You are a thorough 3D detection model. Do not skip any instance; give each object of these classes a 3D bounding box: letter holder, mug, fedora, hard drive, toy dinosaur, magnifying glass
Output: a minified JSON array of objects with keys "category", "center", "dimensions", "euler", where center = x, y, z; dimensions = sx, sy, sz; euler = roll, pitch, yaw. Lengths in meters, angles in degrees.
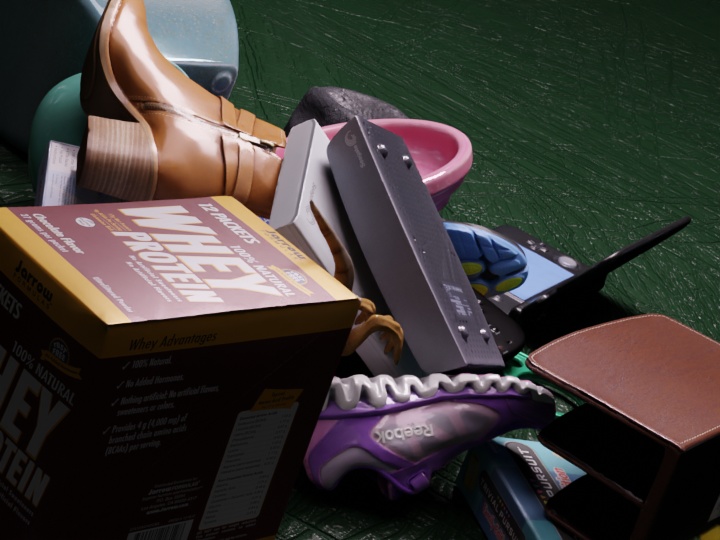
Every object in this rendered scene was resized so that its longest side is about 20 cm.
[{"category":"letter holder","center":[0.201,0.113,1.296],"dimensions":[0.142,0.101,0.200],"euler":[31,26,29]},{"category":"mug","center":[-0.193,-0.081,1.483],"dimensions":[0.114,0.185,0.152],"euler":[-10,55,21]},{"category":"fedora","center":[-0.006,-0.120,1.762],"dimensions":[0.201,0.092,0.201],"euler":[17,23,-8]},{"category":"hard drive","center":[0.040,-0.012,1.348],"dimensions":[0.200,0.042,0.135],"euler":[66,14,11]},{"category":"toy dinosaur","center":[-0.023,0.034,1.194],"dimensions":[0.106,0.200,0.060],"euler":[-2,57,-35]},{"category":"hard drive","center":[0.000,0.000,1.356],"dimensions":[0.200,0.027,0.132],"euler":[55,25,-30]},{"category":"magnifying glass","center":[0.121,0.078,1.530],"dimensions":[0.080,0.022,0.200],"euler":[-6,36,-44]}]

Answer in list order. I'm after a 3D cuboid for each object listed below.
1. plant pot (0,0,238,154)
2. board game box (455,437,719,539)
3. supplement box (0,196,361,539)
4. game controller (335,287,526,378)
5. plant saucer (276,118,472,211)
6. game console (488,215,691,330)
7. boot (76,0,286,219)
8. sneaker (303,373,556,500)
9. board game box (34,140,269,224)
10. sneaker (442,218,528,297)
[{"category":"plant pot","center":[-0.221,-0.187,1.633],"dimensions":[0.196,0.196,0.200],"euler":[-2,36,-41]},{"category":"board game box","center":[0.188,0.188,1.305],"dimensions":[0.200,0.047,0.151],"euler":[9,25,-24]},{"category":"supplement box","center":[-0.138,0.075,1.100],"dimensions":[0.197,0.200,0.133],"euler":[-5,34,-45]},{"category":"game controller","center":[0.050,0.059,1.461],"dimensions":[0.104,0.042,0.200],"euler":[31,34,27]},{"category":"plant saucer","center":[0.000,-0.078,1.582],"dimensions":[0.200,0.051,0.201],"euler":[-7,22,3]},{"category":"game console","center":[0.179,-0.023,1.672],"dimensions":[0.176,0.116,0.200],"euler":[30,25,22]},{"category":"boot","center":[-0.129,-0.126,1.358],"dimensions":[0.155,0.077,0.200],"euler":[10,47,-17]},{"category":"sneaker","center":[0.042,0.117,1.278],"dimensions":[0.200,0.089,0.080],"euler":[-1,-8,-15]},{"category":"board game box","center":[-0.144,0.014,1.322],"dimensions":[0.199,0.041,0.200],"euler":[13,53,-16]},{"category":"sneaker","center":[0.055,-0.029,1.595],"dimensions":[0.200,0.071,0.083],"euler":[11,31,22]}]
